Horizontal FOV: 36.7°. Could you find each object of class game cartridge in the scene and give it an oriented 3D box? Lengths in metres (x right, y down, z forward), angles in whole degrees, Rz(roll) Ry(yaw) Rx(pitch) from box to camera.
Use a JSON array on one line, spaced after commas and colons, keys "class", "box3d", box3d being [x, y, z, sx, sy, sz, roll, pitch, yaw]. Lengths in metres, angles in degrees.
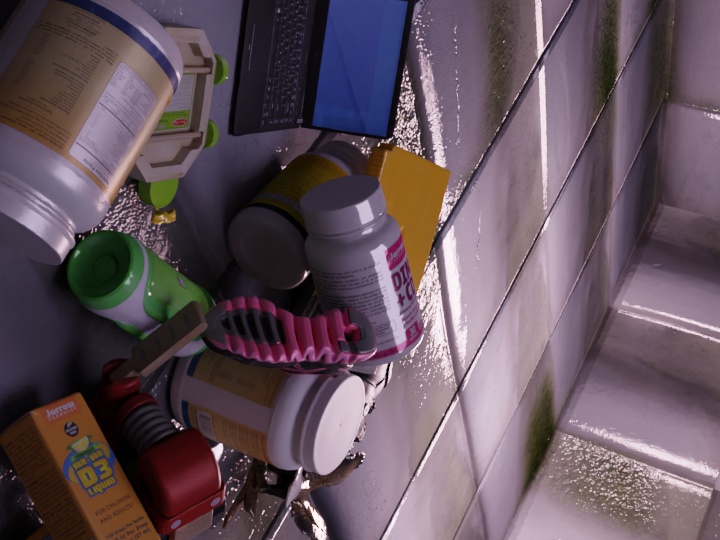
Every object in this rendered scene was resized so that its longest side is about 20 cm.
[{"class": "game cartridge", "box3d": [0.042, -0.053, 1.400, 0.176, 0.032, 0.201, 15, 90, -58]}]

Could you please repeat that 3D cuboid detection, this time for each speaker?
[{"class": "speaker", "box3d": [-0.219, 0.028, 1.119, 0.089, 0.088, 0.200, -67, 156, -12]}]

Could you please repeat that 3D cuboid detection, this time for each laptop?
[{"class": "laptop", "box3d": [-0.043, -0.241, 1.274, 0.200, 0.103, 0.178, -18, 122, -54]}]

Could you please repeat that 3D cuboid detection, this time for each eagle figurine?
[{"class": "eagle figurine", "box3d": [-0.079, 0.318, 1.559, 0.152, 0.200, 0.151, -48, -149, 25]}]

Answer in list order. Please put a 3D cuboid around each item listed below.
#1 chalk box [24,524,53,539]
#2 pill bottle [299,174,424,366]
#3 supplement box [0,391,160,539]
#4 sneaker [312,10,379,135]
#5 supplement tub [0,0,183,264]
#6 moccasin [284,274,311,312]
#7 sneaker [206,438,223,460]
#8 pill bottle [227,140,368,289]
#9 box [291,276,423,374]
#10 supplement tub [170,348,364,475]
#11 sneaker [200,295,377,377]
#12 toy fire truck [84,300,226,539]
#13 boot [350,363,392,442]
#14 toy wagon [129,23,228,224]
[{"class": "chalk box", "box3d": [-0.297, 0.340, 1.086, 0.200, 0.124, 0.125, -39, 154, -53]}, {"class": "pill bottle", "box3d": [0.000, 0.000, 1.252, 0.113, 0.113, 0.201, -46, 129, -46]}, {"class": "supplement box", "box3d": [-0.260, 0.221, 1.032, 0.069, 0.200, 0.066, -37, 172, 36]}, {"class": "sneaker", "box3d": [-0.002, -0.248, 1.389, 0.200, 0.087, 0.075, 75, 23, -51]}, {"class": "supplement tub", "box3d": [-0.248, -0.120, 0.877, 0.201, 0.144, 0.144, -64, 155, -18]}, {"class": "moccasin", "box3d": [-0.058, 0.026, 1.485, 0.068, 0.080, 0.201, 14, 92, -62]}, {"class": "sneaker", "box3d": [-0.224, 0.250, 1.278, 0.200, 0.073, 0.071, -16, 117, -63]}, {"class": "pill bottle", "box3d": [-0.067, -0.076, 1.348, 0.200, 0.112, 0.113, -50, 148, -41]}, {"class": "box", "box3d": [-0.011, 0.055, 1.470, 0.200, 0.051, 0.158, 18, 101, -57]}, {"class": "supplement tub", "box3d": [-0.110, 0.153, 1.302, 0.145, 0.199, 0.145, -46, 146, -45]}, {"class": "sneaker", "box3d": [-0.085, 0.085, 1.185, 0.095, 0.199, 0.079, -48, -140, 49]}, {"class": "toy fire truck", "box3d": [-0.197, 0.149, 1.081, 0.128, 0.176, 0.201, -24, 143, -34]}, {"class": "boot", "box3d": [-0.007, 0.177, 1.702, 0.201, 0.076, 0.168, 89, 25, -49]}, {"class": "toy wagon", "box3d": [-0.200, -0.146, 1.098, 0.155, 0.039, 0.201, -20, 125, -61]}]
